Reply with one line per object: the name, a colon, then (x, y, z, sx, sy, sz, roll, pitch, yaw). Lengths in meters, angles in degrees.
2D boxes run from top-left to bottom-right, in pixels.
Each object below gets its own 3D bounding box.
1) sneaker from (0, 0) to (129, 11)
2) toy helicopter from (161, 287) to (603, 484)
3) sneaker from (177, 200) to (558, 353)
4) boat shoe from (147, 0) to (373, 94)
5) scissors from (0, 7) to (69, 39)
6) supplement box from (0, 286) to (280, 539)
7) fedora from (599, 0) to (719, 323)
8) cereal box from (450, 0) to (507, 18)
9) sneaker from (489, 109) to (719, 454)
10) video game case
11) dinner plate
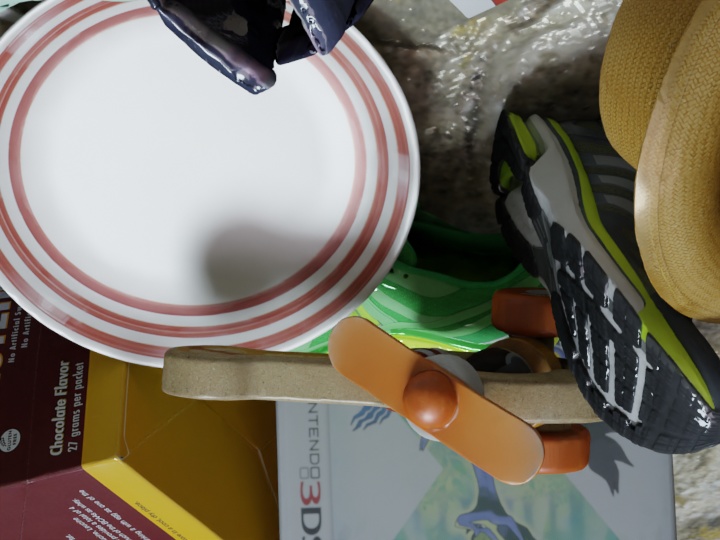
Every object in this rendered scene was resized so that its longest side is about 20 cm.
sneaker: (-0.099, -0.128, 0.628, 0.200, 0.074, 0.118, 3, 170, -27)
toy helicopter: (0.012, 0.051, 0.728, 0.199, 0.079, 0.132, 2, -174, 4)
sneaker: (0.000, 0.000, 0.814, 0.199, 0.074, 0.084, -2, 128, -2)
boat shoe: (-0.061, -0.146, 0.520, 0.075, 0.093, 0.200, -29, 116, 32)
scissors: (-0.205, -0.131, 0.656, 0.199, 0.014, 0.073, 12, 142, -15)
supplement box: (-0.155, 0.102, 0.894, 0.199, 0.133, 0.197, -16, 143, 21)
fedora: (0.152, -0.079, 0.633, 0.200, 0.082, 0.201, -25, 131, -33)
cereal box: (0.080, -0.174, 0.573, 0.200, 0.040, 0.144, -23, 139, 29)
sneaker: (0.116, -0.007, 0.699, 0.081, 0.200, 0.074, -11, 132, -9)
video game case: (0.057, 0.098, 0.861, 0.199, 0.183, 0.022, -2, 175, 3)
dinner plate: (-0.074, -0.043, 0.736, 0.199, 0.024, 0.201, -3, 124, -4)
